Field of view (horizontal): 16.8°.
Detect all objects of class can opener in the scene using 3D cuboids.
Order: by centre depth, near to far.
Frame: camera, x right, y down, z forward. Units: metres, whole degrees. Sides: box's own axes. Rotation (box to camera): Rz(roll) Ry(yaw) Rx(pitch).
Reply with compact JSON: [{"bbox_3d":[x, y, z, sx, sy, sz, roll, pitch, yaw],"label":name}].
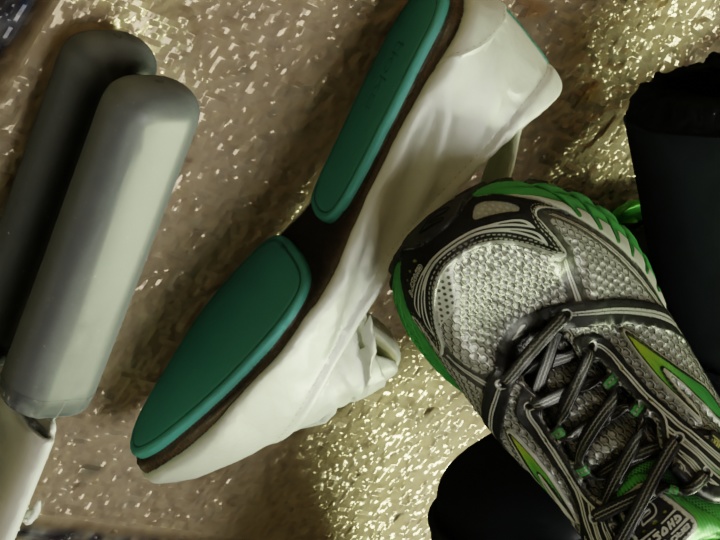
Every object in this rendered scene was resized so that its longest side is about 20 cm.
[{"bbox_3d":[-0.108,0.021,0.746,0.066,0.053,0.201,2,123,-45],"label":"can opener"}]

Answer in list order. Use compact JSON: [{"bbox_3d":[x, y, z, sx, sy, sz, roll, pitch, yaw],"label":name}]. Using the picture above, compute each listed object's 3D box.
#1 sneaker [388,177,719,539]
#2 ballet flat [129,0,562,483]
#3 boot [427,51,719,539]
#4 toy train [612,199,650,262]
[{"bbox_3d":[0.087,0.050,0.788,0.078,0.085,0.200,-40,114,10],"label":"sneaker"},{"bbox_3d":[0.000,0.000,0.810,0.069,0.069,0.200,20,108,-52],"label":"ballet flat"},{"bbox_3d":[0.108,0.012,0.864,0.199,0.077,0.169,-14,117,-2],"label":"boot"},{"bbox_3d":[0.111,0.001,0.955,0.199,0.042,0.057,-7,140,-40],"label":"toy train"}]
